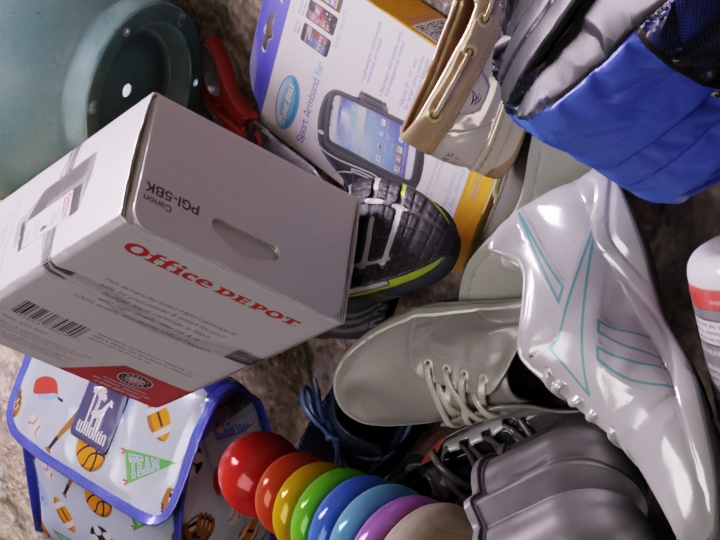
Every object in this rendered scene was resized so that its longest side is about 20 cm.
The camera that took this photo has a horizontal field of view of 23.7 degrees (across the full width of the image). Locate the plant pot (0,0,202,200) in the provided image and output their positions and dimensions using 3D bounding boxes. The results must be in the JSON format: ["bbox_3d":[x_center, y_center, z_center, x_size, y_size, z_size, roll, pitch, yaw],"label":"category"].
[{"bbox_3d":[-0.186,-0.128,1.097,0.134,0.200,0.201,20,119,26],"label":"plant pot"}]

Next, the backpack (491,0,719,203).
[{"bbox_3d":[0.164,-0.122,0.773,0.168,0.163,0.200,31,134,-21],"label":"backpack"}]

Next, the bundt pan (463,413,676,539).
[{"bbox_3d":[0.148,0.158,0.887,0.076,0.202,0.202,-39,78,26],"label":"bundt pan"}]

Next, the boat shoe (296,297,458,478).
[{"bbox_3d":[0.003,0.081,1.078,0.084,0.069,0.200,49,132,18],"label":"boat shoe"}]

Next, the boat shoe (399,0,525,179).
[{"bbox_3d":[0.068,-0.150,0.889,0.074,0.069,0.201,-133,56,-78],"label":"boat shoe"}]

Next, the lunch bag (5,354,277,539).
[{"bbox_3d":[-0.149,0.126,1.184,0.170,0.124,0.201,27,133,29],"label":"lunch bag"}]

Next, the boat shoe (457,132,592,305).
[{"bbox_3d":[0.106,-0.033,0.944,0.072,0.060,0.202,19,126,1],"label":"boat shoe"}]

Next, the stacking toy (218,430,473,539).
[{"bbox_3d":[-0.019,0.146,1.016,0.200,0.085,0.086,22,120,46],"label":"stacking toy"}]

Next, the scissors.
[{"bbox_3d":[-0.064,-0.079,1.067,0.200,0.014,0.073,51,142,46],"label":"scissors"}]

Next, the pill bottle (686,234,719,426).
[{"bbox_3d":[0.232,0.076,0.827,0.116,0.116,0.201,-5,102,44],"label":"pill bottle"}]

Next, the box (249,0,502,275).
[{"bbox_3d":[0.016,-0.102,1.019,0.200,0.041,0.119,40,129,28],"label":"box"}]

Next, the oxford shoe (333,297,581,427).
[{"bbox_3d":[0.063,0.057,0.949,0.199,0.058,0.075,-12,123,34],"label":"oxford shoe"}]

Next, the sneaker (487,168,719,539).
[{"bbox_3d":[0.126,0.049,0.854,0.080,0.070,0.201,-22,68,9],"label":"sneaker"}]

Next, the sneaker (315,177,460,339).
[{"bbox_3d":[0.000,0.000,1.021,0.200,0.081,0.074,-13,57,55],"label":"sneaker"}]

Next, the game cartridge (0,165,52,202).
[{"bbox_3d":[-0.134,-0.029,1.098,0.200,0.176,0.033,-25,60,45],"label":"game cartridge"}]

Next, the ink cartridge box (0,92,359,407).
[{"bbox_3d":[-0.116,-0.004,0.980,0.200,0.146,0.083,-25,46,47],"label":"ink cartridge box"}]

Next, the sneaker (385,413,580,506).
[{"bbox_3d":[0.081,0.113,1.007,0.200,0.082,0.077,-41,77,44],"label":"sneaker"}]
